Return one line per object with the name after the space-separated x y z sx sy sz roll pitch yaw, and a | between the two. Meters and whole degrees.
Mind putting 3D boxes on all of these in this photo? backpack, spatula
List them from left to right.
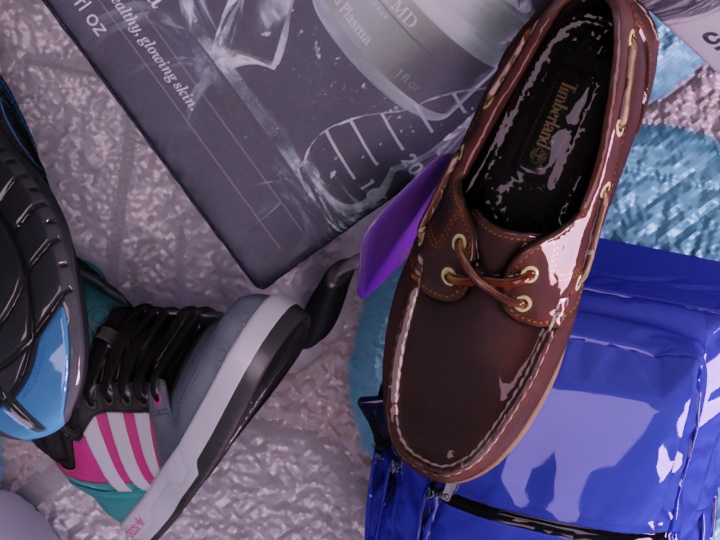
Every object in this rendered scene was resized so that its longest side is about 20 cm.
0.000 0.000 1.014 0.021 0.200 0.057 44 68 0 | spatula
0.074 0.095 1.046 0.162 0.168 0.201 12 106 6 | backpack

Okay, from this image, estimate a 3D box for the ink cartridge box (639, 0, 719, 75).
0.158 -0.155 0.914 0.200 0.145 0.084 38 59 -24 | ink cartridge box

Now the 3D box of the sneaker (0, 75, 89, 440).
-0.148 -0.022 1.003 0.073 0.082 0.201 -27 67 14 | sneaker

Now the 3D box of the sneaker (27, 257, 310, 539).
-0.100 0.035 1.029 0.121 0.200 0.084 38 57 -1 | sneaker

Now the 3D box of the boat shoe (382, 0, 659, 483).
0.055 -0.015 0.922 0.070 0.070 0.201 19 91 9 | boat shoe

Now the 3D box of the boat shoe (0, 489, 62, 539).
-0.140 0.192 1.117 0.070 0.071 0.200 -24 110 32 | boat shoe

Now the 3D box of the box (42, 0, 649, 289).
-0.022 -0.136 1.004 0.196 0.124 0.200 -36 103 4 | box
